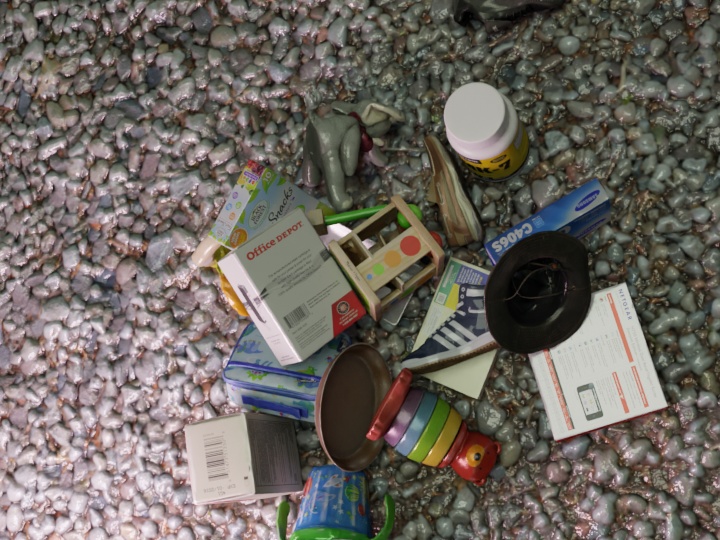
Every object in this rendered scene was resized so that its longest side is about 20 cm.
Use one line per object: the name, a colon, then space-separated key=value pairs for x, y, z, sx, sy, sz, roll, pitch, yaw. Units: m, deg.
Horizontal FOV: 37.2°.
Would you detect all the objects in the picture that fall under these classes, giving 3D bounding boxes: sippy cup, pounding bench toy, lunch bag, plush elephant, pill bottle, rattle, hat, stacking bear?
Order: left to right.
rattle: x=-0.180 y=-0.042 z=1.808 sx=0.199 sy=0.130 sz=0.144 roll=-38 pitch=62 yaw=17
lunch bag: x=-0.115 y=0.163 z=1.742 sx=0.198 sy=0.083 sz=0.161 roll=10 pitch=45 yaw=19
sippy cup: x=-0.040 y=0.382 z=1.689 sx=0.176 sy=0.140 sz=0.131 roll=10 pitch=60 yaw=-7
plush elephant: x=-0.012 y=-0.222 z=1.795 sx=0.154 sy=0.165 sz=0.202 roll=-14 pitch=111 yaw=-21
pounding bench toy: x=0.027 y=-0.052 z=1.716 sx=0.155 sy=0.124 sz=0.201 roll=-36 pitch=77 yaw=-7
stacking bear: x=0.121 y=0.257 z=1.663 sx=0.199 sy=0.114 sz=0.122 roll=30 pitch=77 yaw=1
pill bottle: x=0.199 y=-0.218 z=1.686 sx=0.113 sy=0.200 sz=0.116 roll=-3 pitch=78 yaw=17
hat: x=0.253 y=0.023 z=1.617 sx=0.201 sy=0.200 sz=0.081 roll=-50 pitch=32 yaw=3

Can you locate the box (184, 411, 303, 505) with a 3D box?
box: x=-0.184 y=0.302 z=1.713 sx=0.108 sy=0.200 sz=0.129 roll=-14 pitch=76 yaw=16

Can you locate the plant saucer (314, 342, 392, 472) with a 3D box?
plant saucer: x=-0.014 y=0.214 z=1.683 sx=0.032 sy=0.200 sz=0.202 roll=3 pitch=80 yaw=35

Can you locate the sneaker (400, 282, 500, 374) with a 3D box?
sneaker: x=0.146 y=0.088 z=1.689 sx=0.198 sy=0.070 sz=0.109 roll=-21 pitch=75 yaw=11

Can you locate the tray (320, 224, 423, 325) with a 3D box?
tray: x=0.000 y=0.000 z=1.792 sx=0.199 sy=0.022 sz=0.108 roll=29 pitch=90 yaw=12

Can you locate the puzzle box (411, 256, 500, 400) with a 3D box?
puzzle box: x=0.170 y=0.092 z=1.730 sx=0.132 sy=0.025 sz=0.202 roll=22 pitch=87 yaw=21

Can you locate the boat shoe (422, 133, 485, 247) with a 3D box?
boat shoe: x=0.138 y=-0.131 z=1.758 sx=0.071 sy=0.076 sz=0.201 roll=-25 pitch=72 yaw=14

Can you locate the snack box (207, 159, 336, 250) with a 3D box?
snack box: x=-0.142 y=-0.077 z=1.768 sx=0.053 sy=0.200 sz=0.143 roll=26 pitch=88 yaw=39

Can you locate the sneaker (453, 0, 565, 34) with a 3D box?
sneaker: x=0.243 y=-0.437 z=1.787 sx=0.198 sy=0.066 sz=0.091 roll=9 pitch=86 yaw=23

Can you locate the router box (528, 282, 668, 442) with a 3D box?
router box: x=0.357 y=0.143 z=1.648 sx=0.178 sy=0.049 sz=0.202 roll=-19 pitch=75 yaw=14

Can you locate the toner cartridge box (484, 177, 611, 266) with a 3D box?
toner cartridge box: x=0.294 y=-0.060 z=1.669 sx=0.199 sy=0.095 sz=0.043 roll=-31 pitch=68 yaw=4

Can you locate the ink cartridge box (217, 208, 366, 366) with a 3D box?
ink cartridge box: x=-0.109 y=0.026 z=1.681 sx=0.144 sy=0.084 sz=0.201 roll=-35 pitch=97 yaw=-28
